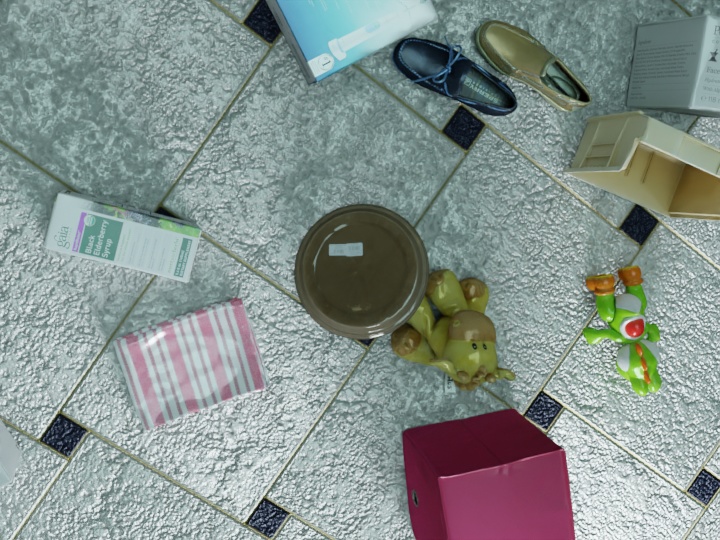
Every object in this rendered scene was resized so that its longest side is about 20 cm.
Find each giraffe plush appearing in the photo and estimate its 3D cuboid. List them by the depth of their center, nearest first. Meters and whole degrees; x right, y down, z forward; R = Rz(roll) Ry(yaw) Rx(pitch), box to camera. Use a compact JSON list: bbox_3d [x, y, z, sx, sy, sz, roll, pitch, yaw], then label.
[{"bbox_3d":[0.143,0.107,1.470,0.172,0.162,0.201,-19,102,-9],"label":"giraffe plush"}]

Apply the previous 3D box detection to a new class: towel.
[{"bbox_3d":[-0.246,0.137,1.460,0.199,0.030,0.147,-19,102,-8],"label":"towel"}]

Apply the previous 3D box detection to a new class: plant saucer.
[{"bbox_3d":[0.000,0.000,1.453,0.199,0.029,0.201,-1,84,7],"label":"plant saucer"}]

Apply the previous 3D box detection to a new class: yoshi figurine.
[{"bbox_3d":[0.421,0.097,1.580,0.112,0.112,0.201,-13,87,-50],"label":"yoshi figurine"}]

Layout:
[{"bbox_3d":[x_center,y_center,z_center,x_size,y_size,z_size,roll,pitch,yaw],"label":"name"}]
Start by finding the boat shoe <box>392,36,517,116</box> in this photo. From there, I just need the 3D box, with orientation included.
[{"bbox_3d":[0.145,-0.289,1.455,0.199,0.069,0.084,18,95,-14],"label":"boat shoe"}]

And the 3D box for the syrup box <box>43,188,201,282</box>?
[{"bbox_3d":[-0.329,-0.049,1.385,0.199,0.081,0.079,14,95,-15],"label":"syrup box"}]

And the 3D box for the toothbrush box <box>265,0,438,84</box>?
[{"bbox_3d":[-0.014,-0.372,1.399,0.200,0.085,0.147,-30,103,-5],"label":"toothbrush box"}]

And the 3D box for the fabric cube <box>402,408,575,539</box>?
[{"bbox_3d":[0.189,0.344,1.500,0.199,0.199,0.197,-10,102,-11],"label":"fabric cube"}]

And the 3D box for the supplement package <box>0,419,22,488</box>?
[{"bbox_3d":[-0.585,0.270,1.360,0.200,0.121,0.120,-30,103,-7],"label":"supplement package"}]

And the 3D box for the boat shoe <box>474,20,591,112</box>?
[{"bbox_3d":[0.262,-0.306,1.474,0.200,0.076,0.072,29,92,-15],"label":"boat shoe"}]

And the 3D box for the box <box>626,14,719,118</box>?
[{"bbox_3d":[0.533,-0.293,1.471,0.198,0.200,0.131,4,99,-13],"label":"box"}]

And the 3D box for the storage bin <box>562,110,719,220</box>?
[{"bbox_3d":[0.442,-0.152,1.477,0.199,0.199,0.094,21,90,-14],"label":"storage bin"}]
